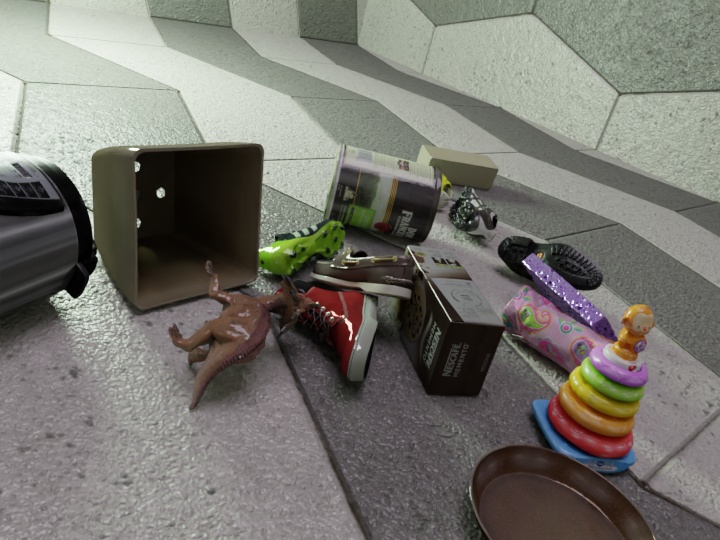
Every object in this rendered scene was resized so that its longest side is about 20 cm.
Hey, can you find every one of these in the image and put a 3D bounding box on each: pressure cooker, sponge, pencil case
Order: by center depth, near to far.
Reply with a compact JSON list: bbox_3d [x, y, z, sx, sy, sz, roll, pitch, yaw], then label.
[{"bbox_3d":[-0.411,-0.043,0.728,0.176,0.179,0.200,0,17,26],"label":"pressure cooker"},{"bbox_3d":[0.299,0.104,0.953,0.087,0.088,0.199,-11,36,-43],"label":"pencil case"},{"bbox_3d":[0.346,0.060,1.048,0.112,0.030,0.201,51,4,-36],"label":"sponge"}]

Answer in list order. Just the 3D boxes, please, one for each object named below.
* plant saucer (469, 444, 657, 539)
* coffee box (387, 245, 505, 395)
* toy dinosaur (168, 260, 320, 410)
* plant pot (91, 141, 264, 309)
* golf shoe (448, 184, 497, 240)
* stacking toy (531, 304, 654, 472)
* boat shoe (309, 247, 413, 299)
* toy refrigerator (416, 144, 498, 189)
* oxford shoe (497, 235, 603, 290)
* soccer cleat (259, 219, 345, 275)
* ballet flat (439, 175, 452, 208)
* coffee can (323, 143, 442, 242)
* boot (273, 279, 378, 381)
[{"bbox_3d":[0.200,0.259,0.644,0.197,0.035,0.201,12,27,-6],"label":"plant saucer"},{"bbox_3d":[0.111,0.064,0.884,0.079,0.114,0.201,7,27,-18],"label":"coffee box"},{"bbox_3d":[-0.129,0.066,0.730,0.133,0.087,0.201,7,40,11],"label":"toy dinosaur"},{"bbox_3d":[-0.269,-0.088,0.891,0.176,0.203,0.198,22,24,37],"label":"plant pot"},{"bbox_3d":[0.246,-0.117,1.382,0.094,0.078,0.201,31,27,-8],"label":"golf shoe"},{"bbox_3d":[0.299,0.129,0.762,0.114,0.202,0.110,10,26,-14],"label":"stacking toy"},{"bbox_3d":[0.000,0.000,0.933,0.071,0.060,0.199,14,-4,-41],"label":"boat shoe"},{"bbox_3d":[0.249,-0.264,1.659,0.197,0.071,0.076,4,35,-21],"label":"toy refrigerator"},{"bbox_3d":[0.356,-0.005,1.184,0.199,0.073,0.084,25,-15,39],"label":"oxford shoe"},{"bbox_3d":[-0.094,-0.045,1.041,0.080,0.069,0.199,14,23,26],"label":"soccer cleat"},{"bbox_3d":[0.175,-0.175,1.454,0.067,0.067,0.200,39,26,-1],"label":"ballet flat"},{"bbox_3d":[0.040,-0.147,1.217,0.197,0.148,0.147,13,26,-6],"label":"coffee can"},{"bbox_3d":[-0.051,0.072,0.831,0.142,0.073,0.200,14,18,-4],"label":"boot"}]
